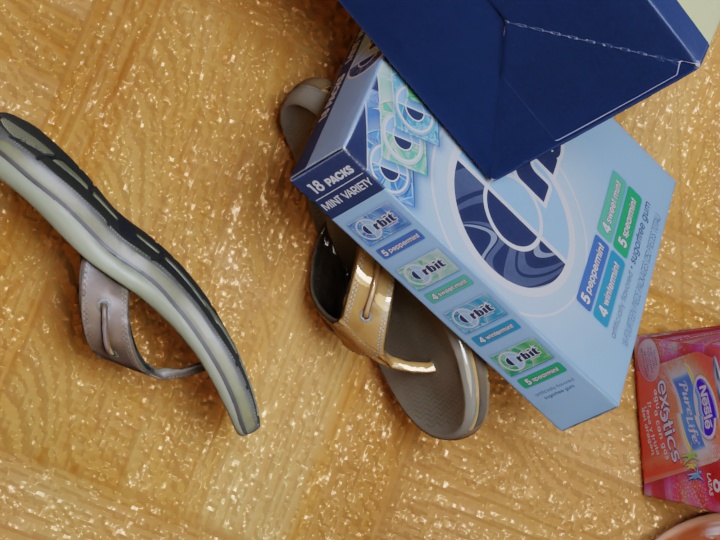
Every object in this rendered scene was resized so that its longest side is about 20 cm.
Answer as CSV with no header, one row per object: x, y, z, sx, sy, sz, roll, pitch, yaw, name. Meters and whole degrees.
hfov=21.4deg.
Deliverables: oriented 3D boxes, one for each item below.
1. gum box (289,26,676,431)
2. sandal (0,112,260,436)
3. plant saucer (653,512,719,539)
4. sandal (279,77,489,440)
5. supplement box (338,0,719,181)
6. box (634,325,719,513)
0.070,-0.046,0.975,0.200,0.044,0.170,42,45,-21,gum box
-0.123,0.008,0.938,0.057,0.080,0.201,-44,100,2,sandal
0.224,0.232,1.057,0.199,0.032,0.201,10,57,-15,plant saucer
0.000,0.000,0.976,0.054,0.080,0.201,-28,95,-33,sandal
0.081,-0.195,0.931,0.200,0.134,0.200,49,41,-16,supplement box
0.266,0.075,1.075,0.199,0.103,0.095,-6,93,-23,box
